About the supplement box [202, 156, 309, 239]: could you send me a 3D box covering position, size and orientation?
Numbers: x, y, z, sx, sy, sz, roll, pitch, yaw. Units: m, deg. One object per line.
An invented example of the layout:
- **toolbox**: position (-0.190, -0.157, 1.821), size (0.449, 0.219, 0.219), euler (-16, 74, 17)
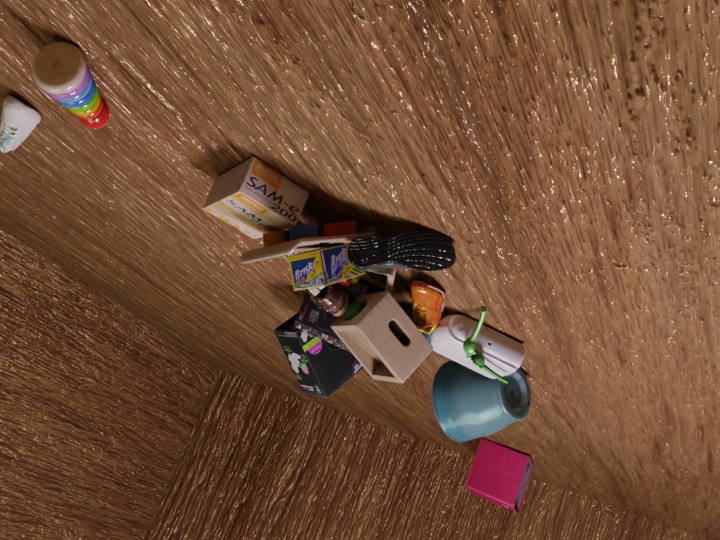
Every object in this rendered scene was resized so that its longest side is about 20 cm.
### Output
- **supplement box**: position (-0.198, -0.129, 1.377), size (0.125, 0.075, 0.199), euler (30, 161, -24)

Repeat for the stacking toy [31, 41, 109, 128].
- **stacking toy**: position (-0.476, -0.297, 1.252), size (0.084, 0.087, 0.200), euler (22, 167, 3)

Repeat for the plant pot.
- **plant pot**: position (0.307, 0.308, 1.821), size (0.199, 0.204, 0.186), euler (34, 144, -31)

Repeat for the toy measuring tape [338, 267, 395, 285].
- **toy measuring tape**: position (0.000, 0.000, 1.507), size (0.197, 0.075, 0.074), euler (9, 158, 37)

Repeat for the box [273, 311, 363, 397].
- **box**: position (-0.109, 0.210, 1.979), size (0.123, 0.147, 0.204), euler (-2, 116, 54)

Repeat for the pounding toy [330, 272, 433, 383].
- **pounding toy**: position (0.048, 0.108, 1.546), size (0.201, 0.142, 0.183), euler (51, 160, -11)

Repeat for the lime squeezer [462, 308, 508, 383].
- **lime squeezer**: position (0.255, 0.170, 1.568), size (0.203, 0.070, 0.038), euler (68, 172, -29)

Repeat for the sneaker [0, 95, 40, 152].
- **sneaker**: position (-0.722, -0.293, 1.546), size (0.074, 0.090, 0.199), euler (30, 161, -19)

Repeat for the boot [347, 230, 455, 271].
- **boot**: position (0.076, -0.035, 1.333), size (0.195, 0.070, 0.131), euler (2, 180, 10)

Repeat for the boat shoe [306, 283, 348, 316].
- **boat shoe**: position (-0.090, 0.017, 1.582), size (0.070, 0.071, 0.200), euler (36, -174, -39)

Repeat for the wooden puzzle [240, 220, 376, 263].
- **wooden puzzle**: position (-0.098, -0.059, 1.352), size (0.197, 0.047, 0.183), euler (-13, -177, -40)

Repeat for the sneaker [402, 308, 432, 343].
- **sneaker**: position (0.109, 0.134, 1.714), size (0.080, 0.077, 0.199), euler (34, 179, -36)

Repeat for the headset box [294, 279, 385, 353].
- **headset box**: position (-0.033, 0.094, 1.680), size (0.196, 0.152, 0.077), euler (23, 164, -2)

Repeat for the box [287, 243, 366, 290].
- **box**: position (-0.058, -0.010, 1.371), size (0.069, 0.066, 0.199), euler (-10, -177, 22)

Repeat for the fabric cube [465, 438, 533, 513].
- **fabric cube**: position (0.540, 0.794, 2.870), size (0.196, 0.204, 0.197), euler (16, 163, 23)

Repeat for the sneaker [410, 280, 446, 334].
- **sneaker**: position (0.138, 0.079, 1.545), size (0.072, 0.078, 0.201), euler (18, 160, 21)

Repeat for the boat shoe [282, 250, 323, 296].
- **boat shoe**: position (-0.131, -0.046, 1.508), size (0.201, 0.068, 0.075), euler (49, -179, 5)

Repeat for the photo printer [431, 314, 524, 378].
- **photo printer**: position (0.248, 0.168, 1.665), size (0.197, 0.071, 0.167), euler (25, 161, -4)
